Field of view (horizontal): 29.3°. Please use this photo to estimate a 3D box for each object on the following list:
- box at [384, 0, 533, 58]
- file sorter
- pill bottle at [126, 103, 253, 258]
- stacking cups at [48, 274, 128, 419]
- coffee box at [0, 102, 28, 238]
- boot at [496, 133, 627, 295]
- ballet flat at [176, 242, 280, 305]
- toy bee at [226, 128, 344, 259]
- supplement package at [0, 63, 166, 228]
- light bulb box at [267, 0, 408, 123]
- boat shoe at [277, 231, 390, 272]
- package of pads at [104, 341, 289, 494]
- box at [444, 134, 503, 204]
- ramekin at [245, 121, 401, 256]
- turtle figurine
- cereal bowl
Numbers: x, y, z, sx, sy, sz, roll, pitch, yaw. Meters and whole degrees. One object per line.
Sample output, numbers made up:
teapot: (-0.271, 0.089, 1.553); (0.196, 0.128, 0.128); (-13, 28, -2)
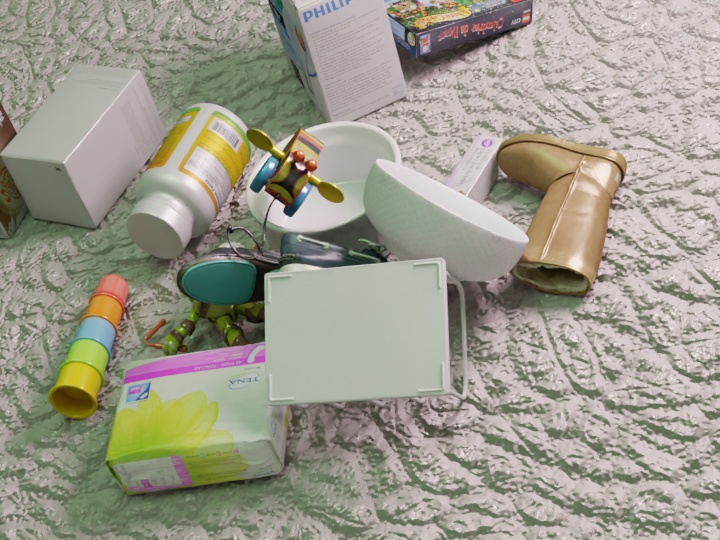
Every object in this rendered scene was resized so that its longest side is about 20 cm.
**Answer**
box: (0.127, -0.370, 1.954); (0.198, 0.038, 0.137); (-21, 40, -23)
file sorter: (0.009, 0.076, 1.484); (0.197, 0.124, 0.141); (-5, 77, 16)
pill bottle: (-0.227, -0.115, 1.804); (0.109, 0.112, 0.201); (5, 48, 25)
stacking cups: (-0.324, 0.083, 1.674); (0.060, 0.061, 0.202); (-5, 44, 15)
coffee box: (-0.529, -0.156, 1.894); (0.078, 0.202, 0.115); (2, 45, 21)
boot: (0.215, -0.070, 1.628); (0.173, 0.067, 0.201); (6, 50, 26)
ballet flat: (-0.125, 0.001, 1.597); (0.197, 0.074, 0.073); (0, 36, -25)
toy bee: (-0.074, -0.107, 1.594); (0.109, 0.130, 0.202); (-46, 34, 39)
supplement package: (-0.383, -0.176, 1.920); (0.118, 0.122, 0.201); (9, 49, 27)
light bulb box: (-0.042, -0.344, 1.906); (0.123, 0.202, 0.199); (-25, 42, -7)
boat shoe: (0.000, 0.000, 1.574); (0.197, 0.075, 0.063); (9, 68, -14)
package of pads: (-0.177, 0.164, 1.530); (0.197, 0.069, 0.156); (-10, 43, 12)
box: (0.122, -0.087, 1.698); (0.038, 0.042, 0.201); (12, 52, 30)
ramekin: (-0.035, -0.083, 1.711); (0.197, 0.098, 0.202); (-11, 43, 10)
turtle figurine: (-0.157, 0.040, 1.652); (0.160, 0.065, 0.199); (29, 57, 37)
cereal bowl: (0.085, -0.044, 1.545); (0.200, 0.199, 0.084); (37, 104, 43)
